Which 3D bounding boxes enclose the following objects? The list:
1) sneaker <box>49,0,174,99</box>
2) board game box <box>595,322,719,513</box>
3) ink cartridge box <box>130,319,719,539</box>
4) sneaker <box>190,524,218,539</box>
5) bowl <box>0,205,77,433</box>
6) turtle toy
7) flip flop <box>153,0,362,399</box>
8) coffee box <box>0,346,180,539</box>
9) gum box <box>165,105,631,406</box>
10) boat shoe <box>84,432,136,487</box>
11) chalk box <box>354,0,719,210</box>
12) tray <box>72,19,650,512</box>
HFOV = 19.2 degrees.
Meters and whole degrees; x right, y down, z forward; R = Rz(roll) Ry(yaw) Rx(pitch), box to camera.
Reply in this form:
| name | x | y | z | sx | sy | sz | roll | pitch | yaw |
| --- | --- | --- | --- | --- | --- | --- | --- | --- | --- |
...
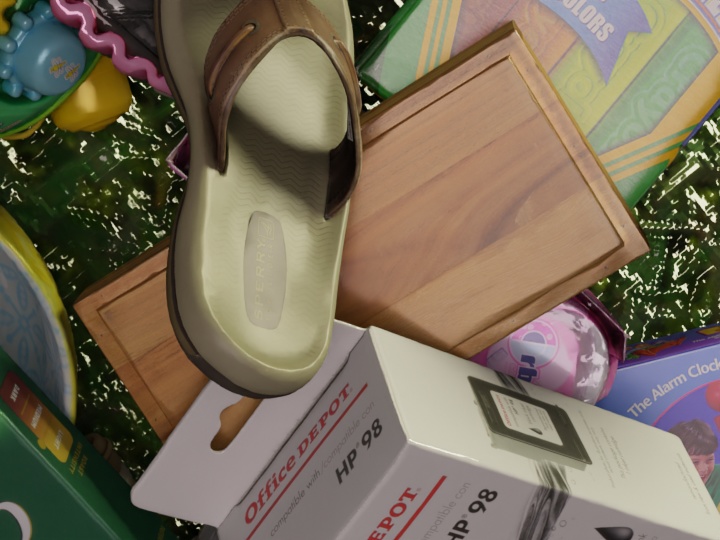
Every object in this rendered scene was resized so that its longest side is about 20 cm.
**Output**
| name | x | y | z | sx | sy | sz | roll | pitch | yaw |
| --- | --- | --- | --- | --- | --- | --- | --- | --- | --- |
| sneaker | -0.100 | -0.151 | 0.806 | 0.095 | 0.079 | 0.200 | -40 | 92 | 2 |
| board game box | 0.208 | 0.082 | 0.945 | 0.199 | 0.045 | 0.135 | -14 | 97 | 1 |
| ink cartridge box | 0.026 | 0.098 | 0.813 | 0.200 | 0.067 | 0.116 | 20 | 121 | -30 |
| sneaker | -0.023 | 0.127 | 0.894 | 0.075 | 0.116 | 0.200 | 15 | 114 | -30 |
| bowl | -0.211 | 0.024 | 0.893 | 0.199 | 0.108 | 0.201 | 0 | 114 | 1 |
| turtle toy | -0.192 | -0.107 | 0.889 | 0.199 | 0.101 | 0.146 | -19 | 97 | 1 |
| flip flop | -0.030 | -0.054 | 0.751 | 0.081 | 0.058 | 0.201 | 15 | 60 | -26 |
| coffee box | -0.169 | 0.090 | 0.838 | 0.123 | 0.044 | 0.200 | -34 | 109 | 14 |
| gum box | 0.019 | -0.012 | 0.897 | 0.200 | 0.114 | 0.066 | 38 | 95 | -5 |
| boat shoe | -0.186 | 0.140 | 0.927 | 0.200 | 0.073 | 0.063 | -26 | 114 | -1 |
| chalk box | 0.104 | -0.122 | 0.879 | 0.124 | 0.124 | 0.200 | 38 | 96 | -4 |
| tray | 0.000 | 0.000 | 0.821 | 0.200 | 0.037 | 0.099 | -32 | 99 | 8 |
